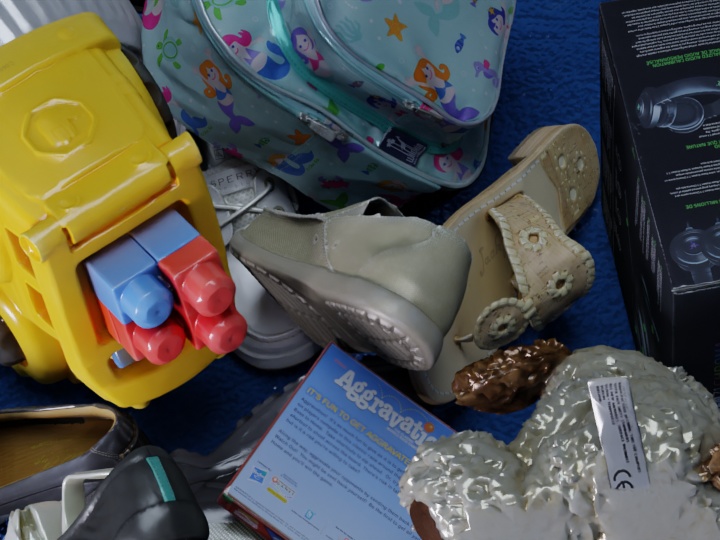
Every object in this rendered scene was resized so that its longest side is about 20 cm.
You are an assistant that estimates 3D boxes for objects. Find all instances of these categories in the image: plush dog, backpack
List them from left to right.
[{"bbox_3d":[-0.014,-0.135,1.399,0.199,0.151,0.179,23,57,-14],"label":"backpack"},{"bbox_3d":[0.130,0.092,1.195,0.199,0.172,0.161,36,104,-12],"label":"plush dog"}]

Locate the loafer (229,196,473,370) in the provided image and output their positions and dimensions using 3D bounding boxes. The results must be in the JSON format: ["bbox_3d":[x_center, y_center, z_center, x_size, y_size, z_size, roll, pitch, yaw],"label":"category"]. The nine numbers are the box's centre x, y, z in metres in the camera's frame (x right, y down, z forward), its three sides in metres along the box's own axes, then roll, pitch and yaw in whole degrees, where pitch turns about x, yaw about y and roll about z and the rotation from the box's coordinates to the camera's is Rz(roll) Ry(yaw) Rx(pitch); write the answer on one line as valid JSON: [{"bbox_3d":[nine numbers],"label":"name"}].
[{"bbox_3d":[0.000,0.000,1.298,0.068,0.076,0.200,-48,28,-11],"label":"loafer"}]

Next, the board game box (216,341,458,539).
[{"bbox_3d":[0.037,0.134,1.279,0.199,0.019,0.103,36,64,2],"label":"board game box"}]

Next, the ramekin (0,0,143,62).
[{"bbox_3d":[-0.207,-0.101,1.419,0.200,0.201,0.105,-34,67,-17],"label":"ramekin"}]

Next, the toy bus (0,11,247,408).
[{"bbox_3d":[-0.124,0.000,1.316,0.135,0.201,0.192,-34,51,-19],"label":"toy bus"}]

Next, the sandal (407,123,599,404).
[{"bbox_3d":[0.097,-0.013,1.361,0.069,0.078,0.212,-5,34,36],"label":"sandal"}]

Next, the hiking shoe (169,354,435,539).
[{"bbox_3d":[-0.035,0.121,1.321,0.199,0.076,0.101,-29,75,-14],"label":"hiking shoe"}]

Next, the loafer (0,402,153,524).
[{"bbox_3d":[-0.208,0.101,1.344,0.198,0.073,0.073,-10,56,1],"label":"loafer"}]

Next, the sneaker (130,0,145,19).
[{"bbox_3d":[-0.083,-0.229,1.560,0.199,0.083,0.071,-40,60,-21],"label":"sneaker"}]

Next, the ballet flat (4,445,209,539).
[{"bbox_3d":[-0.134,0.138,1.246,0.068,0.200,0.069,-3,68,-39],"label":"ballet flat"}]

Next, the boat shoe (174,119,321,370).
[{"bbox_3d":[-0.071,-0.037,1.428,0.070,0.070,0.201,-17,55,-9],"label":"boat shoe"}]

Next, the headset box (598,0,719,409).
[{"bbox_3d":[0.185,-0.015,1.317,0.092,0.175,0.201,-9,53,0],"label":"headset box"}]
